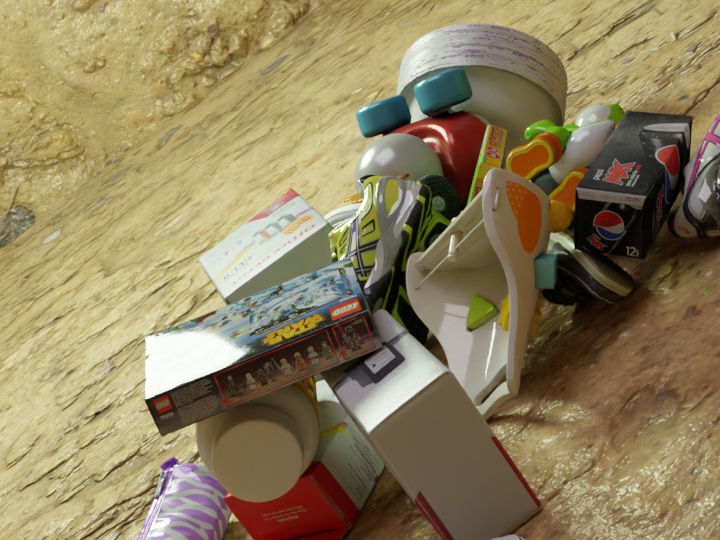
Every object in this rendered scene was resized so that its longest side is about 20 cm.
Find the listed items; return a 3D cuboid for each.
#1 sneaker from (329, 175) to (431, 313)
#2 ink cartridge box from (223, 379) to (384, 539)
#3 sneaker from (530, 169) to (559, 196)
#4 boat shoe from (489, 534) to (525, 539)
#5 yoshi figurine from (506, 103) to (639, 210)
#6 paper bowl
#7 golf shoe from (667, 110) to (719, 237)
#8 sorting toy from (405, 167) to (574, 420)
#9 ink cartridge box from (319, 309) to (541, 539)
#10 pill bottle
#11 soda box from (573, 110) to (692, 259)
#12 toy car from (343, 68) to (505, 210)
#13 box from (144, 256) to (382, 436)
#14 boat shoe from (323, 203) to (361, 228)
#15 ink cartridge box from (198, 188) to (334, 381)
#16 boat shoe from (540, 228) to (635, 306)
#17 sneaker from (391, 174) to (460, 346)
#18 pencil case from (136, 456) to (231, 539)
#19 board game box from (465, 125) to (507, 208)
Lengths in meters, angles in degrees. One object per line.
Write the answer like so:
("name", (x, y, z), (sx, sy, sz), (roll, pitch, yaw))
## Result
("sneaker", (0.000, 0.000, 1.580), (0.201, 0.076, 0.076), (-63, -17, -18))
("ink cartridge box", (-0.045, 0.184, 1.496), (0.116, 0.067, 0.200), (-21, 24, 38))
("sneaker", (0.192, -0.082, 1.711), (0.074, 0.080, 0.200), (-23, 21, 38))
("boat shoe", (0.037, 0.250, 1.195), (0.199, 0.066, 0.074), (-36, 18, -1))
("yoshi figurine", (0.213, -0.109, 1.632), (0.111, 0.114, 0.200), (8, 23, 27))
("paper bowl", (0.138, -0.187, 1.884), (0.200, 0.200, 0.105), (-18, 51, 41))
("golf shoe", (0.338, -0.104, 1.518), (0.092, 0.073, 0.200), (-23, 23, 37))
("sorting toy", (0.118, 0.038, 1.447), (0.200, 0.106, 0.182), (131, 147, -61))
("ink cartridge box", (0.050, 0.131, 1.335), (0.083, 0.146, 0.200), (-37, 19, -4))
("pill bottle", (-0.091, 0.123, 1.445), (0.109, 0.110, 0.200), (-32, 20, 9))
("soda box", (0.256, -0.083, 1.505), (0.070, 0.064, 0.200), (8, 29, 20))
("toy car", (0.042, -0.098, 1.750), (0.176, 0.186, 0.199), (-18, 1, 40))
("box", (-0.086, 0.062, 1.379), (0.198, 0.040, 0.137), (-22, 20, 1))
("boat shoe", (-0.049, -0.018, 2.002), (0.199, 0.072, 0.065), (-23, 34, 26))
("ink cartridge box", (-0.074, 0.022, 1.818), (0.145, 0.145, 0.200), (-36, 19, -4))
("boat shoe", (0.197, 0.003, 1.526), (0.066, 0.071, 0.201), (-56, 19, 7))
("sneaker", (0.044, -0.003, 1.668), (0.202, 0.075, 0.076), (-72, 19, -1))
("pencil case", (-0.178, 0.259, 1.520), (0.083, 0.086, 0.200), (-29, 20, 23))
("board game box", (0.113, -0.039, 1.658), (0.096, 0.030, 0.202), (-72, -2, -60))
